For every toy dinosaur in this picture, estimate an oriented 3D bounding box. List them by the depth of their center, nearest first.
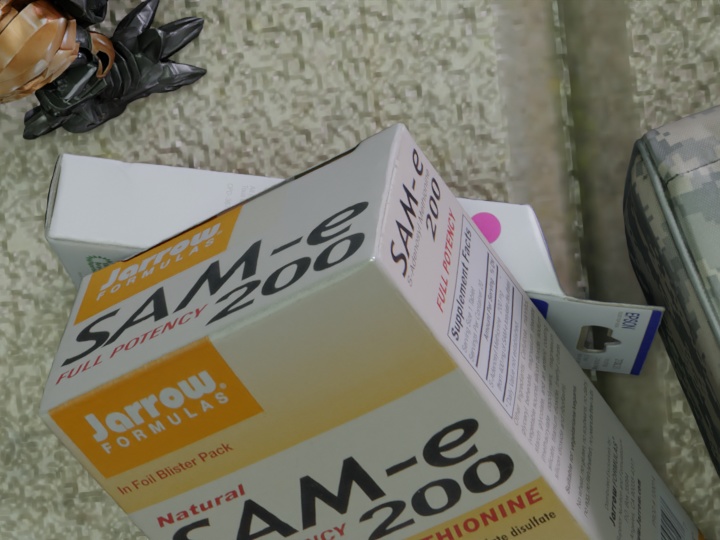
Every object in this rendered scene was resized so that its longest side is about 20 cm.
[{"bbox_3d":[-0.117,-0.094,0.779,0.199,0.136,0.103,-27,90,4],"label":"toy dinosaur"}]

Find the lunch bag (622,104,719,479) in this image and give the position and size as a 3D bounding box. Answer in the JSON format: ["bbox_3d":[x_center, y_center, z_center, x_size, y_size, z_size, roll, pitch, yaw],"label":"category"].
[{"bbox_3d":[0.192,0.028,0.743,0.167,0.139,0.201,-22,74,1],"label":"lunch bag"}]

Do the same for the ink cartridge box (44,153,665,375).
[{"bbox_3d":[0.000,0.000,0.791,0.199,0.095,0.037,9,75,4],"label":"ink cartridge box"}]

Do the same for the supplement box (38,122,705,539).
[{"bbox_3d":[0.011,0.068,0.745,0.126,0.074,0.200,-26,120,24],"label":"supplement box"}]
